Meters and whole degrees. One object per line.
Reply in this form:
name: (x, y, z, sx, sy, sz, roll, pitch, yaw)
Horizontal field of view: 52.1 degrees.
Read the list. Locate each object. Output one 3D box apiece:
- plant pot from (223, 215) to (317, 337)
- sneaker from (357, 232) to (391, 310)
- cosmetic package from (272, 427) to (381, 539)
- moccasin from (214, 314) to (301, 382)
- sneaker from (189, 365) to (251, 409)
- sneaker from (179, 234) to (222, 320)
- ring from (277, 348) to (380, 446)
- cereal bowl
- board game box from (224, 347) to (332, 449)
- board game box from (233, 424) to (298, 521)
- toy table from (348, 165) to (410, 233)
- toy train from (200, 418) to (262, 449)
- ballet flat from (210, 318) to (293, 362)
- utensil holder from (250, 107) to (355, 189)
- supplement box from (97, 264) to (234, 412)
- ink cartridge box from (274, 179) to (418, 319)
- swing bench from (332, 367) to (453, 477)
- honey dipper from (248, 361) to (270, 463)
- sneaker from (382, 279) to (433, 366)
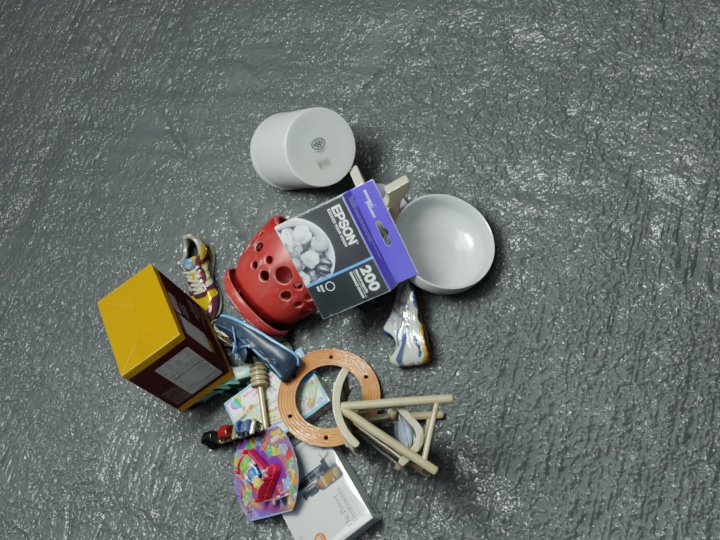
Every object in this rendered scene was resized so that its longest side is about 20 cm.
plant pot: (-0.165, 0.017, 1.489, 0.182, 0.200, 0.201, -41, 60, 9)
sneaker: (0.000, 0.000, 1.432, 0.082, 0.201, 0.070, 2, 43, -15)
cosmetic package: (-0.076, 0.420, 1.373, 0.151, 0.052, 0.200, -40, 60, 7)
moccasin: (-0.212, 0.151, 1.440, 0.199, 0.081, 0.068, 25, 75, 24)
sneaker: (-0.316, 0.197, 1.547, 0.199, 0.078, 0.141, -20, 64, 14)
sneaker: (-0.363, 0.017, 1.632, 0.075, 0.090, 0.201, -22, 62, 13)
ring: (-0.061, 0.244, 1.417, 0.199, 0.019, 0.201, -2, 58, 3)
cereal bowl: (0.153, -0.043, 1.424, 0.199, 0.083, 0.201, 4, 68, -10)
board game box: (-0.164, 0.268, 1.479, 0.200, 0.034, 0.135, -36, 61, 6)
board game box: (-0.195, 0.383, 1.385, 0.200, 0.039, 0.159, -27, 66, 39)
toy table: (0.036, -0.115, 1.504, 0.184, 0.117, 0.200, -39, 59, 4)
toy train: (-0.257, 0.319, 1.444, 0.200, 0.046, 0.034, -26, 46, 44)
ballet flat: (-0.236, 0.147, 1.537, 0.199, 0.071, 0.069, 18, 79, 27)
utensil holder: (-0.121, -0.255, 1.547, 0.170, 0.170, 0.200, -61, 25, -9)
supplement box: (-0.382, 0.136, 1.450, 0.133, 0.200, 0.198, -35, 52, 1)
ink cartridge box: (-0.024, -0.035, 1.337, 0.199, 0.043, 0.199, -25, 101, 15)
swing bench: (0.044, 0.267, 1.269, 0.199, 0.199, 0.130, 13, 73, 6)
honey dipper: (-0.191, 0.279, 1.445, 0.038, 0.038, 0.201, -17, 65, 15)
sneaker: (0.079, 0.089, 1.427, 0.088, 0.075, 0.201, -16, 64, 17)
